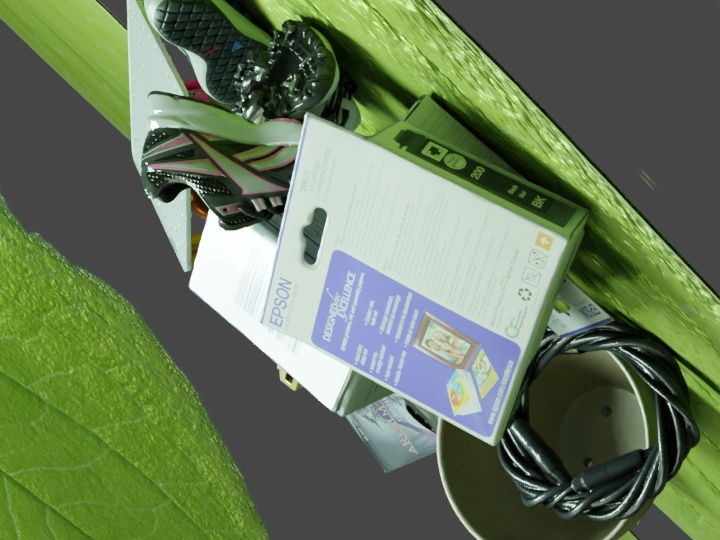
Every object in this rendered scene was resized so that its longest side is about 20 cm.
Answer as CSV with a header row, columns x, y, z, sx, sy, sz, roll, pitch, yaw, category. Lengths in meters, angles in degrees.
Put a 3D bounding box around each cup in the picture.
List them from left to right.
x,y,z,sx,sy,sz,roll,pitch,yaw,category
0.186,0.148,1.643,0.200,0.201,0.143,37,-165,31,cup

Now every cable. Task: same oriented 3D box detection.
x,y,z,sx,sy,sz,roll,pitch,yaw,category
0.179,0.118,1.516,0.199,0.164,0.051,10,-176,44,cable

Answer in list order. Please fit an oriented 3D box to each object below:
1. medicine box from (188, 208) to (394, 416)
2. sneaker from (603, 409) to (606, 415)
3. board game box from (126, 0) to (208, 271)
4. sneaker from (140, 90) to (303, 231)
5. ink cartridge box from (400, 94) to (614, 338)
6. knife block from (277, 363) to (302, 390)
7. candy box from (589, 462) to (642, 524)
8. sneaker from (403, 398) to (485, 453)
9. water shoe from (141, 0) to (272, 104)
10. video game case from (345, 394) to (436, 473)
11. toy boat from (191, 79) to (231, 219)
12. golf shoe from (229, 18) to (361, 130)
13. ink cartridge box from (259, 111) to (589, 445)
x,y,z,sx,sy,sz,roll,pitch,yaw,category
0.000,0.000,1.540,0.182,0.103,0.200,38,-144,27,medicine box
0.182,0.111,1.768,0.200,0.085,0.075,43,174,-26,sneaker
-0.181,-0.135,1.811,0.200,0.026,0.201,-119,25,-47,board game box
-0.071,-0.066,1.412,0.199,0.087,0.080,13,176,19,sneaker
0.101,-0.036,1.403,0.200,0.047,0.198,39,173,0,ink cartridge box
0.018,0.024,1.667,0.175,0.064,0.200,8,-142,-8,knife block
0.193,0.181,2.016,0.199,0.072,0.168,21,-171,-41,candy box
0.086,0.129,1.726,0.090,0.066,0.201,3,116,49,sneaker
-0.119,-0.204,1.552,0.200,0.071,0.079,50,-163,-65,water shoe
0.042,0.108,1.819,0.143,0.019,0.200,55,141,-4,video game case
-0.117,-0.105,1.862,0.130,0.131,0.200,38,174,22,toy boat
-0.034,-0.137,1.458,0.094,0.078,0.200,16,176,-16,golf shoe
0.038,0.000,1.333,0.199,0.043,0.199,26,131,13,ink cartridge box
